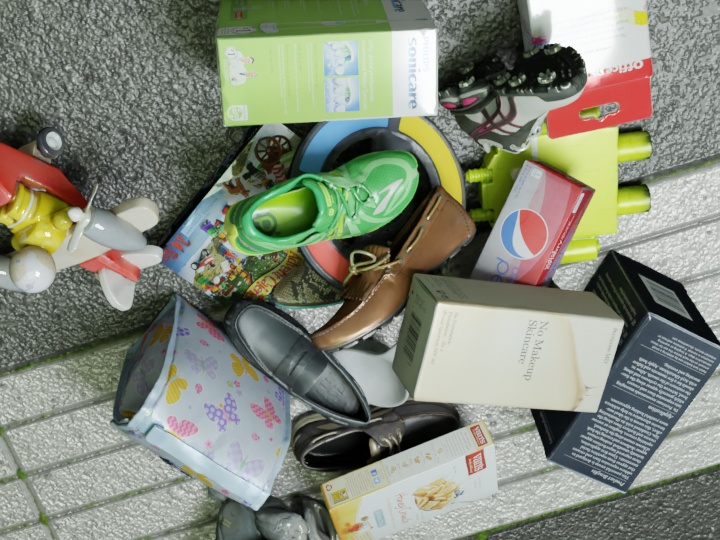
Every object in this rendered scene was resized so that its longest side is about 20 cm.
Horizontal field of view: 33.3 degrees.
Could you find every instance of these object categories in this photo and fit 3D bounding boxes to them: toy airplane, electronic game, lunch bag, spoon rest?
[{"bbox_3d":[-0.296,-0.025,1.195,0.197,0.142,0.201,18,138,4],"label":"toy airplane"},{"bbox_3d":[0.018,-0.072,1.215,0.198,0.042,0.203,0,91,-24],"label":"electronic game"},{"bbox_3d":[-0.168,0.148,1.263,0.169,0.201,0.127,34,109,-20],"label":"lunch bag"},{"bbox_3d":[0.029,0.094,1.295,0.099,0.061,0.200,34,140,-5],"label":"spoon rest"}]

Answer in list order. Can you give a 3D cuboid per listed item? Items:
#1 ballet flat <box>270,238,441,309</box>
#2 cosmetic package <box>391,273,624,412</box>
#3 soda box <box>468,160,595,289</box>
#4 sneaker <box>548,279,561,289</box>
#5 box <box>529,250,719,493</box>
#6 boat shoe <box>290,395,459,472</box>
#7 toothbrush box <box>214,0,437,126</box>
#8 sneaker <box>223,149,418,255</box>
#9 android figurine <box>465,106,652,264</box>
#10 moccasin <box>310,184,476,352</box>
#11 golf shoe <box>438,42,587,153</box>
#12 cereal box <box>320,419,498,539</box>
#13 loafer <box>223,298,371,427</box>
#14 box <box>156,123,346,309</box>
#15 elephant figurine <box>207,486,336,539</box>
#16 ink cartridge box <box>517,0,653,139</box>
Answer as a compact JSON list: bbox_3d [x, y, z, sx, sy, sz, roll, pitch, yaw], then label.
[{"bbox_3d":[0.000,0.000,1.263,0.198,0.068,0.076,2,111,-29],"label":"ballet flat"},{"bbox_3d":[0.140,0.071,1.152,0.198,0.073,0.105,5,110,-19],"label":"cosmetic package"},{"bbox_3d":[0.159,-0.007,1.216,0.070,0.063,0.202,29,104,19],"label":"soda box"},{"bbox_3d":[0.138,0.065,1.319,0.198,0.077,0.090,-23,157,25],"label":"sneaker"},{"bbox_3d":[0.281,0.110,1.313,0.106,0.149,0.201,24,112,-16],"label":"box"},{"bbox_3d":[0.019,0.198,1.375,0.197,0.074,0.075,-10,117,0],"label":"boat shoe"},{"bbox_3d":[-0.033,-0.203,1.130,0.197,0.146,0.087,-5,117,-3],"label":"toothbrush box"},{"bbox_3d":[-0.029,-0.060,1.136,0.198,0.083,0.075,-21,95,-15],"label":"sneaker"},{"bbox_3d":[0.208,-0.092,1.268,0.197,0.041,0.184,-6,117,-4],"label":"android figurine"},{"bbox_3d":[0.024,-0.001,1.166,0.201,0.074,0.078,-44,101,-8],"label":"moccasin"},{"bbox_3d":[0.158,-0.161,1.149,0.077,0.199,0.089,-39,110,-19],"label":"golf shoe"},{"bbox_3d":[0.060,0.249,1.373,0.198,0.040,0.144,-21,148,-4],"label":"cereal box"},{"bbox_3d":[-0.061,0.099,1.279,0.200,0.070,0.068,43,78,-27],"label":"loafer"},{"bbox_3d":[-0.102,-0.054,1.258,0.136,0.038,0.200,35,108,-20],"label":"box"},{"bbox_3d":[-0.076,0.343,1.416,0.140,0.157,0.199,-10,153,38],"label":"elephant figurine"},{"bbox_3d":[0.217,-0.242,1.177,0.115,0.067,0.202,-12,116,1],"label":"ink cartridge box"}]
